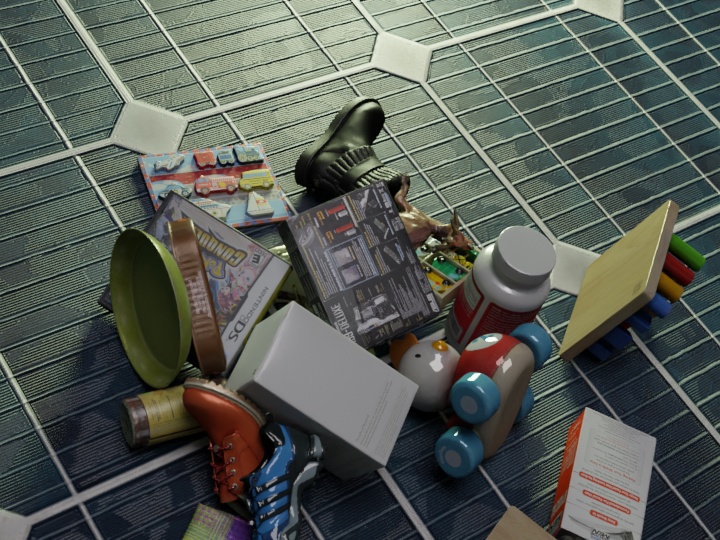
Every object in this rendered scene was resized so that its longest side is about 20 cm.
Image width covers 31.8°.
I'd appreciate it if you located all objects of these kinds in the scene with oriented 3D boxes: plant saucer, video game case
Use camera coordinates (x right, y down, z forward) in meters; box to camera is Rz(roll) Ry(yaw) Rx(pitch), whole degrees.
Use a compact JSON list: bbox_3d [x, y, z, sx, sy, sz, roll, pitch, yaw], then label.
[{"bbox_3d":[-0.258,0.045,1.580,0.031,0.201,0.201,-12,56,-34],"label":"plant saucer"},{"bbox_3d":[-0.218,0.019,1.680,0.198,0.026,0.182,31,79,7],"label":"video game case"}]

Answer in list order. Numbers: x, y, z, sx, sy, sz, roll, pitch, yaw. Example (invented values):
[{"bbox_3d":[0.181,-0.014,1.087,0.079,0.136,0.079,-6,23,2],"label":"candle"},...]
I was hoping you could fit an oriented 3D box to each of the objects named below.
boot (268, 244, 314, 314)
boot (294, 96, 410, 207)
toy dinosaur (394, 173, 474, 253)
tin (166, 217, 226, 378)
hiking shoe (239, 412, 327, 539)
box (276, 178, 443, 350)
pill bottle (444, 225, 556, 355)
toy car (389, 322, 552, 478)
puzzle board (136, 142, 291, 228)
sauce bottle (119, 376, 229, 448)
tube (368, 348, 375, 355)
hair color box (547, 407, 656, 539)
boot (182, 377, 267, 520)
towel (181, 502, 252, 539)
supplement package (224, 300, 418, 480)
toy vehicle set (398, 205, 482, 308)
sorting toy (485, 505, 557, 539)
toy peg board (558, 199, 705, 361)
[{"bbox_3d":[-0.079,0.040,1.741,0.199,0.072,0.155,-30,69,-36],"label":"boot"},{"bbox_3d":[0.017,-0.168,1.912,0.156,0.080,0.212,22,55,27],"label":"boot"},{"bbox_3d":[0.069,-0.053,1.786,0.135,0.087,0.199,34,44,30],"label":"toy dinosaur"},{"bbox_3d":[-0.205,0.033,1.596,0.041,0.112,0.203,-13,89,-2],"label":"tin"},{"bbox_3d":[-0.110,0.276,1.482,0.086,0.074,0.202,25,62,-14],"label":"hiking shoe"},{"bbox_3d":[0.000,0.000,1.683,0.156,0.050,0.202,-24,87,-23],"label":"box"},{"bbox_3d":[0.196,0.035,1.752,0.111,0.201,0.113,10,49,-12],"label":"pill bottle"},{"bbox_3d":[0.119,0.137,1.677,0.198,0.179,0.184,29,36,22],"label":"toy car"},{"bbox_3d":[-0.214,-0.122,1.859,0.197,0.017,0.152,-9,56,-25],"label":"puzzle board"},{"bbox_3d":[-0.202,0.171,1.594,0.198,0.065,0.065,-10,56,-29],"label":"sauce bottle"},{"bbox_3d":[-0.056,0.163,1.665,0.057,0.052,0.200,13,44,34],"label":"tube"},{"bbox_3d":[0.320,0.294,1.678,0.110,0.064,0.201,24,47,-1],"label":"hair color box"},{"bbox_3d":[-0.155,0.219,1.528,0.200,0.075,0.108,46,58,-17],"label":"boot"},{"bbox_3d":[-0.125,0.370,1.486,0.198,0.023,0.145,23,49,1],"label":"towel"},{"bbox_3d":[-0.051,0.152,1.572,0.199,0.121,0.121,34,61,-15],"label":"supplement package"},{"bbox_3d":[0.079,-0.031,1.856,0.199,0.027,0.124,34,48,24],"label":"toy vehicle set"},{"bbox_3d":[0.203,0.425,1.524,0.199,0.070,0.199,37,50,12],"label":"sorting toy"},{"bbox_3d":[0.405,0.038,1.839,0.097,0.200,0.200,35,48,-8],"label":"toy peg board"}]
